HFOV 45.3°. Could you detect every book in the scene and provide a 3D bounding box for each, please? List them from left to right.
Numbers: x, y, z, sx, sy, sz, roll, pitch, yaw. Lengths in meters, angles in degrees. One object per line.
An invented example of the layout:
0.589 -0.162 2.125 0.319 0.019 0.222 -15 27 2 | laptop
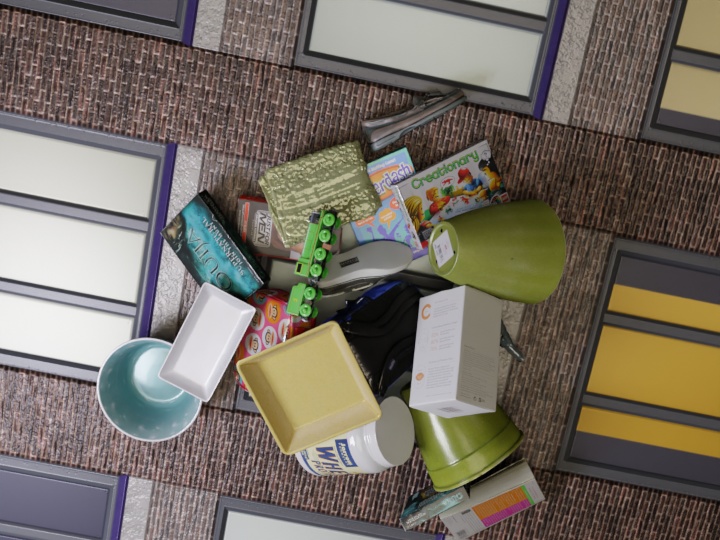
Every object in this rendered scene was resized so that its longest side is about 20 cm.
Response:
0.260 0.462 1.706 0.198 0.048 0.134 -27 137 4 | book

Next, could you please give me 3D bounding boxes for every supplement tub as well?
-0.013 0.306 1.610 0.198 0.145 0.147 -13 105 37 | supplement tub

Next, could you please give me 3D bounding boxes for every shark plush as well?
0.234 0.103 1.637 0.090 0.083 0.202 -29 101 5 | shark plush

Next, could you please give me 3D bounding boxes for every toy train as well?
-0.084 -0.012 1.515 0.056 0.042 0.203 13 87 23 | toy train

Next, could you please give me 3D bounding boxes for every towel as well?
-0.073 -0.140 1.555 0.197 0.036 0.150 -21 90 -1 | towel

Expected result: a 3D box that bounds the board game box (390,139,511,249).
0.167 -0.140 1.580 0.198 0.035 0.128 -28 102 -14 | board game box

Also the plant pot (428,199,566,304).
0.225 -0.034 1.518 0.197 0.187 0.190 0 104 -30 | plant pot

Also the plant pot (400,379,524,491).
0.174 0.277 1.632 0.199 0.200 0.194 -32 89 6 | plant pot

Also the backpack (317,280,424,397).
0.028 0.111 1.600 0.199 0.167 0.164 -36 106 -26 | backpack

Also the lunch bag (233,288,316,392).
-0.153 0.142 1.598 0.081 0.175 0.203 -1 104 -44 | lunch bag

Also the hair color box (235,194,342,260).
-0.132 -0.076 1.608 0.197 0.061 0.103 6 101 -3 | hair color box

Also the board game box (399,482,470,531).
0.146 0.434 1.650 0.134 0.200 0.028 -29 83 6 | board game box

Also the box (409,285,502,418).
0.167 0.144 1.509 0.097 0.124 0.203 20 67 -32 | box

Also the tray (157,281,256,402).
-0.278 0.129 1.566 0.106 0.022 0.202 28 99 -7 | tray

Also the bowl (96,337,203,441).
-0.390 0.212 1.646 0.197 0.105 0.204 0 101 0 | bowl

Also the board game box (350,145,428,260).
0.053 -0.110 1.610 0.150 0.045 0.202 -23 101 5 | board game box

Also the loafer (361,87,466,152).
0.094 -0.287 1.562 0.198 0.072 0.063 -28 95 8 | loafer

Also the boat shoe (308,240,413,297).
0.000 0.000 1.582 0.197 0.071 0.064 -13 142 -9 | boat shoe

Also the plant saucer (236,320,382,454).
-0.087 0.200 1.513 0.198 0.049 0.202 -23 106 11 | plant saucer

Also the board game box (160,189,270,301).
-0.268 -0.027 1.582 0.135 0.028 0.201 -37 89 35 | board game box
